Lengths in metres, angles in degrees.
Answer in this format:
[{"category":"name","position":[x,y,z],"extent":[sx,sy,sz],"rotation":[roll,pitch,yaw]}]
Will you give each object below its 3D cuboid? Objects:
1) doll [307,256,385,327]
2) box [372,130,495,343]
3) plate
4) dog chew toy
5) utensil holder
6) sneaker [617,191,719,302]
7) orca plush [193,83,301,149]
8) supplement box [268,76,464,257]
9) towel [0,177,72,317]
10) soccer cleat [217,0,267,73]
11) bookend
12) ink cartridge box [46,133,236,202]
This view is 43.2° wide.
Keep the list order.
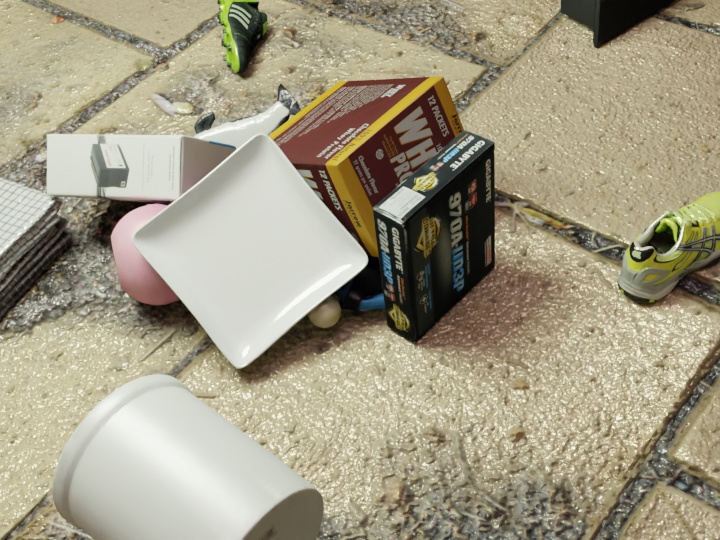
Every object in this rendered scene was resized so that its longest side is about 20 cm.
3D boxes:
[{"category":"doll","position":[0.000,0.000,1.116],"extent":[0.136,0.048,0.200],"rotation":[21,51,26]},{"category":"box","position":[0.089,-0.035,1.034],"extent":[0.046,0.200,0.159],"rotation":[31,57,31]},{"category":"plate","position":[-0.126,-0.023,1.052],"extent":[0.200,0.032,0.200],"rotation":[-40,89,-3]},{"category":"dog chew toy","position":[-0.202,-0.028,1.129],"extent":[0.200,0.125,0.125],"rotation":[-11,47,-14]},{"category":"utensil holder","position":[-0.159,0.220,0.861],"extent":[0.200,0.170,0.170],"rotation":[30,58,27]},{"category":"sneaker","position":[0.387,-0.041,1.081],"extent":[0.200,0.076,0.075],"rotation":[-38,52,-26]},{"category":"orca plush","position":[-0.178,-0.189,1.297],"extent":[0.105,0.071,0.200],"rotation":[43,92,-7]},{"category":"supplement box","position":[-0.001,-0.133,1.136],"extent":[0.200,0.133,0.197],"rotation":[10,45,49]},{"category":"towel","position":[-0.497,-0.027,1.190],"extent":[0.166,0.086,0.200],"rotation":[17,54,24]},{"category":"soccer cleat","position":[-0.190,-0.395,1.498],"extent":[0.081,0.068,0.200],"rotation":[-2,46,-12]},{"category":"bookend","position":[0.383,-0.477,1.472],"extent":[0.200,0.092,0.199],"rotation":[-33,50,-19]},{"category":"ink cartridge box","position":[-0.285,-0.132,1.193],"extent":[0.200,0.084,0.145],"rotation":[4,4,20]}]
